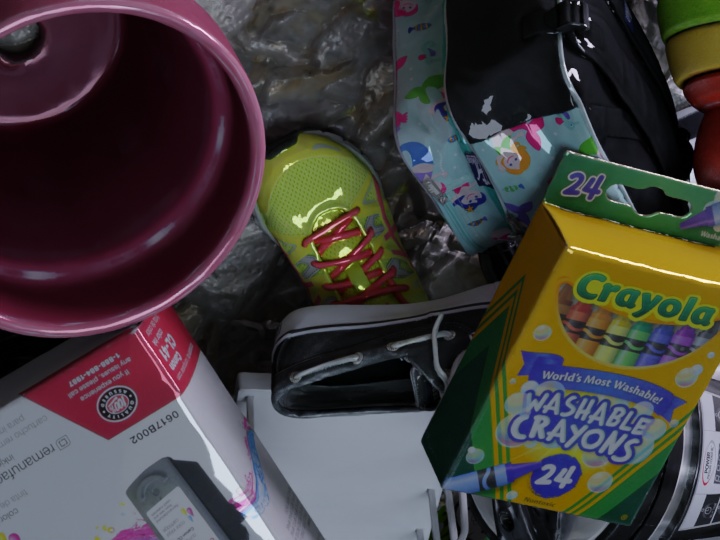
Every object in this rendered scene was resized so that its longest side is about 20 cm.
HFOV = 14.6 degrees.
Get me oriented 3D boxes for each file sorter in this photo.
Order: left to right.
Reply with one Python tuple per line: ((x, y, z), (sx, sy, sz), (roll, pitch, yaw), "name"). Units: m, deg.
((-0.014, 0.171, 1.716), (0.139, 0.125, 0.200), (2, 141, -8), "file sorter")

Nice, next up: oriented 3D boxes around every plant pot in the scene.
((-0.168, -0.094, 1.504), (0.200, 0.179, 0.200), (-10, 125, -15), "plant pot")

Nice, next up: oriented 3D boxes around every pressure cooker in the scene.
((0.156, 0.108, 1.740), (0.200, 0.176, 0.179), (8, 133, -42), "pressure cooker")

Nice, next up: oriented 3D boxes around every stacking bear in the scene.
((0.227, -0.128, 1.607), (0.114, 0.121, 0.200), (2, 78, -20), "stacking bear")

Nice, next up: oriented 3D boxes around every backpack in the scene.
((0.109, -0.089, 1.618), (0.150, 0.178, 0.200), (-22, 135, 24), "backpack")

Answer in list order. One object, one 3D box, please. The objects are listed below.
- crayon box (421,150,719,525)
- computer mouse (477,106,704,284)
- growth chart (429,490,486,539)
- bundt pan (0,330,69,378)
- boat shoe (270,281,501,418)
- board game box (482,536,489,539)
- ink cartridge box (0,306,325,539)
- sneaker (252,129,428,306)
((0.132, 0.042, 1.562), (0.126, 0.052, 0.200), (13, 118, -24), "crayon box")
((0.164, -0.044, 1.747), (0.200, 0.044, 0.110), (-25, 126, -4), "computer mouse")
((0.065, 0.162, 1.860), (0.145, 0.018, 0.200), (34, 106, -35), "growth chart")
((-0.246, 0.067, 1.642), (0.202, 0.076, 0.202), (-10, 124, -15), "bundt pan")
((0.045, 0.054, 1.621), (0.199, 0.068, 0.074), (-1, 134, 6), "boat shoe")
((0.089, 0.240, 1.857), (0.134, 0.029, 0.200), (14, 143, -27), "board game box")
((-0.123, 0.134, 1.557), (0.148, 0.086, 0.200), (-31, 100, 11), "ink cartridge box")
((0.000, 0.000, 1.684), (0.078, 0.090, 0.200), (-31, 126, 1), "sneaker")
